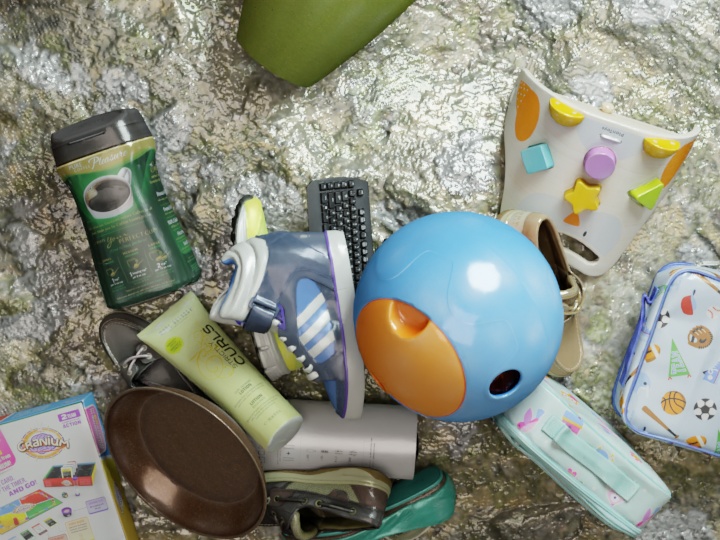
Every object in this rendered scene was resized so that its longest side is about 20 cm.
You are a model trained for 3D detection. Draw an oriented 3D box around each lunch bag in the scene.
[{"bbox_3d":[0.220,0.183,1.173,0.200,0.160,0.077,39,96,-4],"label":"lunch bag"},{"bbox_3d":[0.360,0.090,1.202,0.160,0.076,0.200,17,98,1],"label":"lunch bag"}]

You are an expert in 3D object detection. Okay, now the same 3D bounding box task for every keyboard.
[{"bbox_3d":[0.000,0.000,1.193,0.104,0.040,0.200,-10,100,-31],"label":"keyboard"}]

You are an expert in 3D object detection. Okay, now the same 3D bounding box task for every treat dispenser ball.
[{"bbox_3d":[0.093,0.044,1.082,0.200,0.201,0.201,0,98,1],"label":"treat dispenser ball"}]

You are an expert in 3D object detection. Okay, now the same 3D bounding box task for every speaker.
[{"bbox_3d":[-0.037,0.181,1.220,0.200,0.081,0.081,3,98,1],"label":"speaker"}]

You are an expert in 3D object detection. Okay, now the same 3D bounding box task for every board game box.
[{"bbox_3d":[-0.344,0.252,1.257,0.153,0.040,0.200,-15,97,3],"label":"board game box"}]

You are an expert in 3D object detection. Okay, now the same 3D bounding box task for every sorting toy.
[{"bbox_3d":[0.232,-0.087,1.183,0.200,0.107,0.180,18,117,-1],"label":"sorting toy"}]

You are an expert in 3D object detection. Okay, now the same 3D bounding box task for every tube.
[{"bbox_3d":[-0.146,0.107,1.188,0.200,0.058,0.052,42,119,23],"label":"tube"}]

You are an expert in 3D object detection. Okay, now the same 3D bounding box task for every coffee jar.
[{"bbox_3d":[-0.248,-0.066,1.190,0.104,0.085,0.200,-17,98,7],"label":"coffee jar"}]

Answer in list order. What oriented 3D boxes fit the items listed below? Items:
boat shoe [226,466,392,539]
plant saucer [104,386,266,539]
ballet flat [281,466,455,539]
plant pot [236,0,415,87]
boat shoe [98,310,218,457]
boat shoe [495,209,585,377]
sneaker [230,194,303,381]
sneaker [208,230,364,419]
[{"bbox_3d":[-0.063,0.252,1.197,0.200,0.065,0.073,-15,136,29],"label":"boat shoe"},{"bbox_3d":[-0.177,0.195,1.188,0.200,0.037,0.201,16,127,22],"label":"plant saucer"},{"bbox_3d":[0.014,0.281,1.242,0.200,0.067,0.070,-21,111,6],"label":"ballet flat"},{"bbox_3d":[-0.032,-0.290,1.124,0.187,0.187,0.200,35,112,-3],"label":"plant pot"},{"bbox_3d":[-0.210,0.123,1.228,0.067,0.057,0.200,-42,95,6],"label":"boat shoe"},{"bbox_3d":[0.196,0.029,1.175,0.071,0.064,0.200,-42,119,-32],"label":"boat shoe"},{"bbox_3d":[-0.085,0.013,1.208,0.090,0.078,0.200,-14,103,-5],"label":"sneaker"},{"bbox_3d":[-0.077,0.060,1.140,0.146,0.081,0.200,-7,99,-5],"label":"sneaker"}]
